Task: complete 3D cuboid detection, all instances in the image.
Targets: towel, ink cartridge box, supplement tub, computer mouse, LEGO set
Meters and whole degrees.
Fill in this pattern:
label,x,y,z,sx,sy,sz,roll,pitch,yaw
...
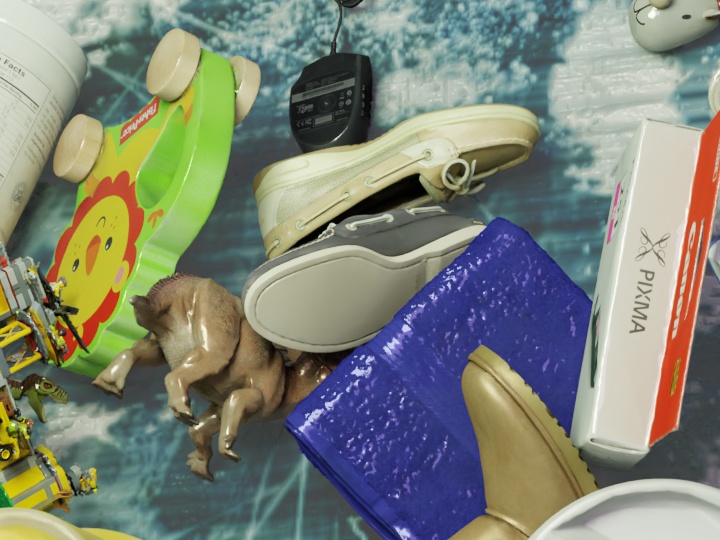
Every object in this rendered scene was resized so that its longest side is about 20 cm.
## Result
label,x,y,z,sx,sy,sz,roll,pitch,yaw
towel,0.068,0.082,1.387,0.200,0.050,0.148,-43,88,-11
ink cartridge box,0.168,0.008,1.297,0.043,0.174,0.202,11,78,1
supplement tub,-0.283,-0.082,1.514,0.131,0.132,0.201,15,67,19
computer mouse,-0.014,-0.155,1.553,0.058,0.034,0.201,-11,55,26
LEGO set,-0.217,0.064,1.399,0.115,0.155,0.200,-28,18,-23

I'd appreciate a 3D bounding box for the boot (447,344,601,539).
label,x,y,z,sx,sy,sz,roll,pitch,yaw
boot,0.050,0.170,1.311,0.199,0.066,0.176,-36,97,-8

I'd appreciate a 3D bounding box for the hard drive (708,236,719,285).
label,x,y,z,sx,sy,sz,roll,pitch,yaw
hard drive,0.291,0.026,1.297,0.132,0.201,0.025,-36,34,-8

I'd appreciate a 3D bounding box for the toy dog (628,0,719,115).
label,x,y,z,sx,sy,sz,roll,pitch,yaw
toy dog,0.280,-0.205,1.470,0.199,0.096,0.132,-37,61,-7

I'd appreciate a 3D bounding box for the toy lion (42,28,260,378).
label,x,y,z,sx,sy,sz,roll,pitch,yaw
toy lion,-0.149,-0.032,1.445,0.200,0.068,0.193,-35,43,45

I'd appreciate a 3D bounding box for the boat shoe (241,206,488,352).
label,x,y,z,sx,sy,sz,roll,pitch,yaw
boat shoe,0.000,0.000,1.410,0.199,0.073,0.063,-12,34,-34

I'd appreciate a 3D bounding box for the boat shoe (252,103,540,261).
label,x,y,z,sx,sy,sz,roll,pitch,yaw
boat shoe,0.027,-0.057,1.468,0.199,0.073,0.064,-14,68,8

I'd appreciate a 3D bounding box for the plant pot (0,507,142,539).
label,x,y,z,sx,sy,sz,roll,pitch,yaw
plant pot,-0.183,0.232,1.298,0.199,0.189,0.202,-5,61,9

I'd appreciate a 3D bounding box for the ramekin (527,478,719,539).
label,x,y,z,sx,sy,sz,roll,pitch,yaw
ramekin,0.163,0.221,1.249,0.200,0.094,0.204,0,82,-3

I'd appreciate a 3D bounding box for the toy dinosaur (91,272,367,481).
label,x,y,z,sx,sy,sz,roll,pitch,yaw
toy dinosaur,-0.084,0.046,1.395,0.085,0.200,0.136,4,58,48
